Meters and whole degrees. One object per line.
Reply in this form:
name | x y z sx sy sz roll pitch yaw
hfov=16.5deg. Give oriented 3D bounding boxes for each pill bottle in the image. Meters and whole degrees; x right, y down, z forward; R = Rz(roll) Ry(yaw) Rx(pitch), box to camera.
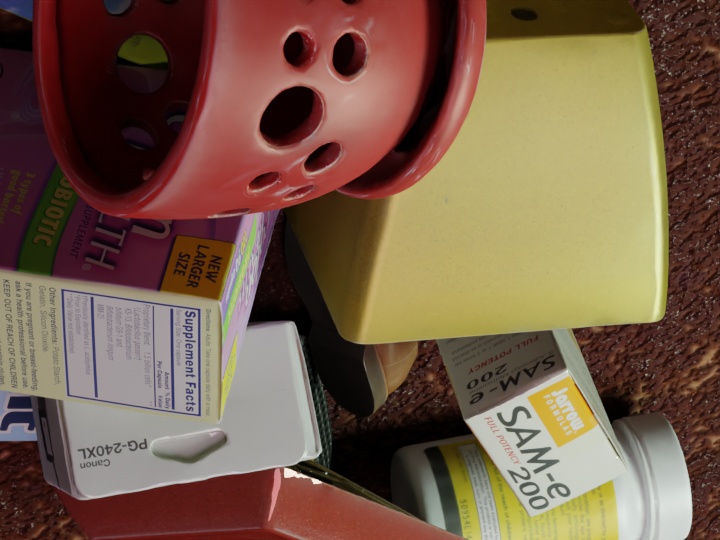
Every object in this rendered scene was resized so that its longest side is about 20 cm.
pill bottle | 0.130 0.166 1.792 0.199 0.115 0.115 -10 138 -11

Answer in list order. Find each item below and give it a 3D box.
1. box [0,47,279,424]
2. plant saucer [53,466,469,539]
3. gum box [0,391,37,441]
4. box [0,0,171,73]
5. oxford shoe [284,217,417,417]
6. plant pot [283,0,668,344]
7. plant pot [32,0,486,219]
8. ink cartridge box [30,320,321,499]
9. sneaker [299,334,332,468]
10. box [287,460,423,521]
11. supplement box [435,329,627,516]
box | -0.155 -0.024 1.377 0.199 0.177 0.097 9 135 5
plant saucer | -0.064 0.172 1.596 0.199 0.037 0.199 -8 157 40
gum box | -0.203 0.039 1.578 0.199 0.045 0.170 1 135 -24
box | -0.115 -0.176 1.376 0.199 0.048 0.122 20 125 -36
oxford shoe | 0.000 0.000 1.614 0.071 0.071 0.201 -40 142 -29
plant pot | 0.069 -0.093 1.440 0.199 0.200 0.177 -3 126 -17
plant pot | -0.050 -0.124 1.278 0.182 0.201 0.201 2 135 -35
ink cartridge box | -0.116 0.080 1.478 0.144 0.084 0.200 -9 180 -12
sneaker | -0.071 0.109 1.701 0.089 0.070 0.201 2 144 8
box | -0.025 0.198 1.727 0.163 0.021 0.200 30 148 -14
supplement box | 0.089 0.036 1.569 0.073 0.201 0.126 -26 138 8
